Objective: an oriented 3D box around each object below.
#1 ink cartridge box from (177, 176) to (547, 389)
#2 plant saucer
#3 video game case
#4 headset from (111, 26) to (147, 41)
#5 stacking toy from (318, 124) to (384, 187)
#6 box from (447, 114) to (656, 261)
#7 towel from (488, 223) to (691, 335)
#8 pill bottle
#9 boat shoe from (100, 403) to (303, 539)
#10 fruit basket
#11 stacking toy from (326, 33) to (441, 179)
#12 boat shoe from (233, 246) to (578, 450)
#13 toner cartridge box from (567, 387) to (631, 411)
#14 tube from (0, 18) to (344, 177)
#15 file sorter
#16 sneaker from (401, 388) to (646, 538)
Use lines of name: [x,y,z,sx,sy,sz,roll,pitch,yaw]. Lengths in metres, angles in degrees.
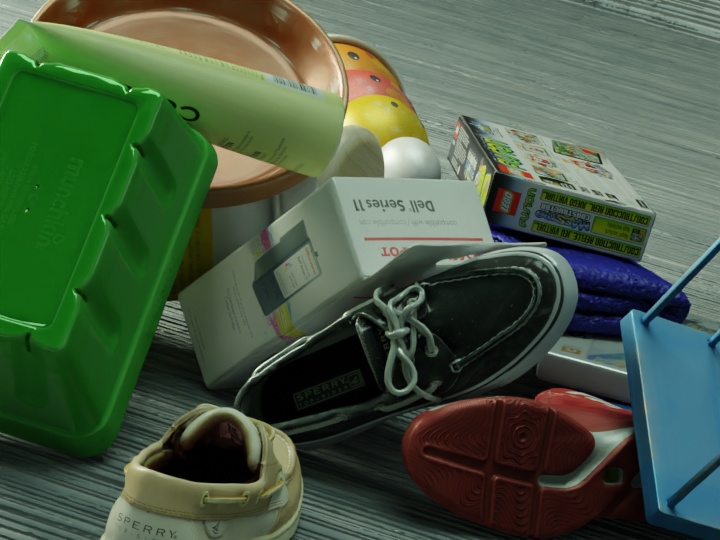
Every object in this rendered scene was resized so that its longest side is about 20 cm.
ink cartridge box: [0.000,0.000,1.412,0.117,0.067,0.200,0,-24,-42]
plant saucer: [-0.108,-0.110,1.462,0.200,0.032,0.200,7,47,-7]
video game case: [0.219,0.061,1.528,0.200,0.022,0.182,15,15,8]
headset: [-0.132,-0.098,1.548,0.200,0.094,0.124,-20,-19,-9]
stacking toy: [-0.088,-0.075,1.618,0.200,0.085,0.085,16,14,26]
box: [0.124,-0.058,1.622,0.110,0.035,0.200,14,13,-7]
towel: [0.111,-0.011,1.578,0.148,0.050,0.200,3,16,-22]
pill bottle: [-0.127,-0.036,1.492,0.200,0.111,0.111,-3,17,-5]
boat shoe: [-0.069,0.102,1.202,0.074,0.069,0.200,16,15,10]
fruit basket: [-0.178,0.000,1.336,0.155,0.216,0.216,16,15,7]
stacking toy: [0.007,-0.088,1.794,0.146,0.146,0.200,5,14,-29]
boat shoe: [0.022,0.041,1.321,0.199,0.074,0.068,-20,-13,17]
toner cartridge box: [0.187,0.084,1.547,0.095,0.043,0.200,13,15,-6]
tube: [-0.109,-0.102,1.366,0.200,0.058,0.052,17,33,-20]
file sorter: [0.265,0.076,1.331,0.200,0.123,0.139,18,47,-23]
sneaker: [0.095,0.106,1.376,0.200,0.078,0.116,11,1,-26]
